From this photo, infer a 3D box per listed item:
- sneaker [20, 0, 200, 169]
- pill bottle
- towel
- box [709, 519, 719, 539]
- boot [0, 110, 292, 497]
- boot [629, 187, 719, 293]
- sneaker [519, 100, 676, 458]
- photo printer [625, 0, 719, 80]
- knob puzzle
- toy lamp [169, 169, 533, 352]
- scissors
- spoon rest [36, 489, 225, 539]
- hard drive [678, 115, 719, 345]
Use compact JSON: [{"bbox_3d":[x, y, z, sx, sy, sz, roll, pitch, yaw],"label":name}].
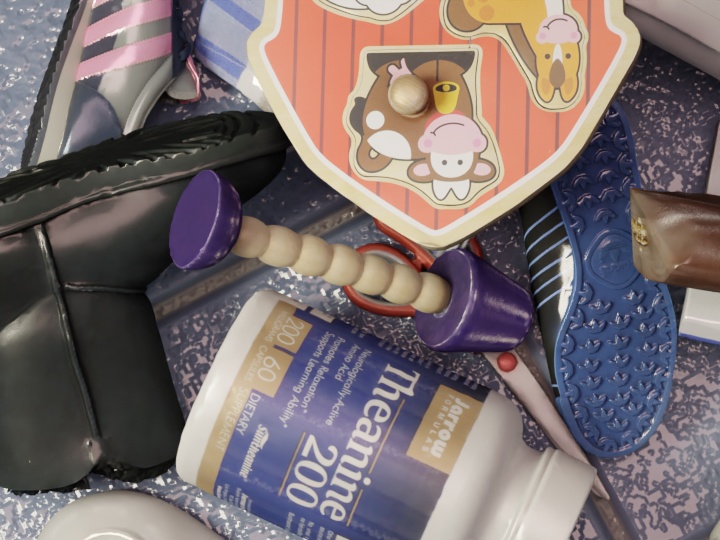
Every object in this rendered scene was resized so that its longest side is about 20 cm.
[{"bbox_3d":[-0.119,-0.131,1.362,0.082,0.070,0.200,20,83,-13],"label":"sneaker"},{"bbox_3d":[0.015,0.098,1.289,0.200,0.111,0.111,24,81,5],"label":"pill bottle"},{"bbox_3d":[-0.003,-0.105,1.307,0.200,0.147,0.024,40,54,13],"label":"towel"},{"bbox_3d":[0.293,0.147,1.267,0.200,0.128,0.109,35,81,6],"label":"box"},{"bbox_3d":[-0.115,0.018,1.306,0.200,0.076,0.169,-19,108,-12],"label":"boot"},{"bbox_3d":[0.228,0.010,1.208,0.200,0.186,0.064,14,101,-7],"label":"boot"},{"bbox_3d":[0.123,-0.004,1.331,0.070,0.078,0.201,-7,102,-6],"label":"sneaker"},{"bbox_3d":[0.212,-0.179,1.295,0.200,0.069,0.167,23,92,-32],"label":"photo printer"},{"bbox_3d":[0.038,-0.111,1.224,0.219,0.030,0.220,-2,82,12],"label":"knob puzzle"},{"bbox_3d":[0.000,0.000,1.282,0.200,0.058,0.058,19,79,-28],"label":"toy lamp"},{"bbox_3d":[0.076,0.036,1.347,0.200,0.014,0.073,39,81,9],"label":"scissors"},{"bbox_3d":[-0.082,0.172,1.313,0.199,0.061,0.100,7,79,16],"label":"spoon rest"},{"bbox_3d":[0.277,-0.003,1.325,0.200,0.025,0.132,13,60,3],"label":"hard drive"}]
